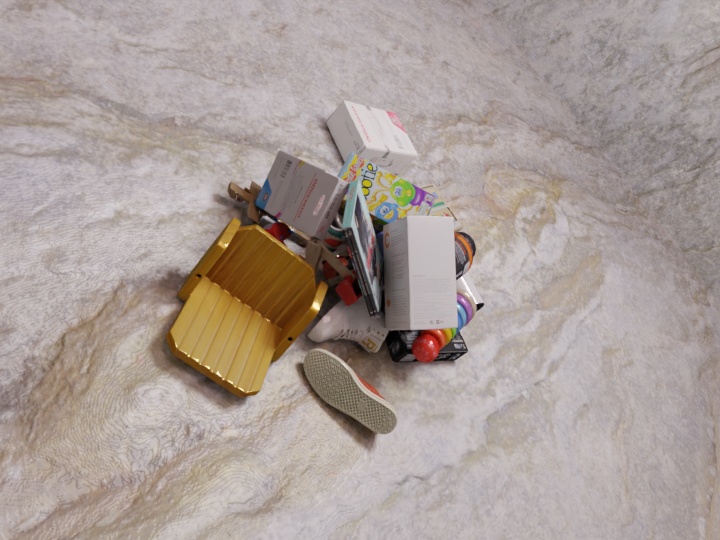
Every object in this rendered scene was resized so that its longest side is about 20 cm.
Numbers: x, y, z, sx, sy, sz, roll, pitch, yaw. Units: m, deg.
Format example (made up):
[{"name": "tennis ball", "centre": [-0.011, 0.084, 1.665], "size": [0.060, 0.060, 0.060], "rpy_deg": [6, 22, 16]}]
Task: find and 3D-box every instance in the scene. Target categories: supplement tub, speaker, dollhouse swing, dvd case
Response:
[{"name": "supplement tub", "centre": [0.174, -0.019, 1.447], "size": [0.107, 0.107, 0.199], "rpy_deg": [53, 43, 6]}, {"name": "speaker", "centre": [0.210, 0.011, 1.565], "size": [0.081, 0.081, 0.202], "rpy_deg": [-4, 62, -47]}, {"name": "dollhouse swing", "centre": [-0.178, 0.061, 1.068], "size": [0.199, 0.182, 0.176], "rpy_deg": [37, 18, -16]}, {"name": "dvd case", "centre": [0.008, -0.038, 1.196], "size": [0.147, 0.022, 0.202], "rpy_deg": [-82, 161, -52]}]

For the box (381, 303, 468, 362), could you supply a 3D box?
[{"name": "box", "centre": [0.124, 0.110, 1.421], "size": [0.198, 0.043, 0.162], "rpy_deg": [5, 55, -43]}]

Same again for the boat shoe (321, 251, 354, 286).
[{"name": "boat shoe", "centre": [0.000, 0.000, 1.371], "size": [0.199, 0.071, 0.063], "rpy_deg": [0, 67, -49]}]

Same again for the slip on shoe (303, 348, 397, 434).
[{"name": "slip on shoe", "centre": [-0.019, 0.211, 1.181], "size": [0.199, 0.074, 0.061], "rpy_deg": [38, 3, -4]}]

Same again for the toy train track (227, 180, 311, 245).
[{"name": "toy train track", "centre": [-0.181, -0.103, 1.314], "size": [0.199, 0.032, 0.115], "rpy_deg": [34, 32, -29]}]

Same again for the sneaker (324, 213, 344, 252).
[{"name": "sneaker", "centre": [-0.087, -0.135, 1.380], "size": [0.070, 0.093, 0.201], "rpy_deg": [-16, 70, -50]}]

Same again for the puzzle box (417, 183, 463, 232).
[{"name": "puzzle box", "centre": [0.142, -0.128, 1.536], "size": [0.199, 0.025, 0.134], "rpy_deg": [-21, 73, -49]}]

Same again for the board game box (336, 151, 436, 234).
[{"name": "board game box", "centre": [0.042, -0.141, 1.407], "size": [0.198, 0.105, 0.104], "rpy_deg": [28, 75, 6]}]

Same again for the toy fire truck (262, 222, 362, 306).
[{"name": "toy fire truck", "centre": [-0.095, -0.012, 1.222], "size": [0.201, 0.140, 0.049], "rpy_deg": [56, 36, -7]}]

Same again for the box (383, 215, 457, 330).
[{"name": "box", "centre": [0.108, 0.008, 1.247], "size": [0.096, 0.124, 0.203], "rpy_deg": [0, 86, -19]}]

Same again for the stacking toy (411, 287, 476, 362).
[{"name": "stacking toy", "centre": [0.163, 0.115, 1.359], "size": [0.085, 0.085, 0.200], "rpy_deg": [48, 41, -1]}]

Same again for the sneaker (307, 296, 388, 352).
[{"name": "sneaker", "centre": [-0.008, 0.110, 1.263], "size": [0.116, 0.074, 0.200], "rpy_deg": [50, 36, 6]}]

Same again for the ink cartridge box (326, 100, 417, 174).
[{"name": "ink cartridge box", "centre": [0.028, -0.328, 1.676], "size": [0.199, 0.083, 0.148], "rpy_deg": [-1, 59, -46]}]

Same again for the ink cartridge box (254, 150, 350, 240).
[{"name": "ink cartridge box", "centre": [-0.097, -0.132, 1.221], "size": [0.067, 0.116, 0.199], "rpy_deg": [21, 7, -44]}]

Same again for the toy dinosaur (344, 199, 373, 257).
[{"name": "toy dinosaur", "centre": [0.004, -0.079, 1.300], "size": [0.200, 0.060, 0.108], "rpy_deg": [6, 73, -80]}]

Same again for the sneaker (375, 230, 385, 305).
[{"name": "sneaker", "centre": [0.068, 0.016, 1.333], "size": [0.088, 0.078, 0.202], "rpy_deg": [-9, 77, -41]}]
